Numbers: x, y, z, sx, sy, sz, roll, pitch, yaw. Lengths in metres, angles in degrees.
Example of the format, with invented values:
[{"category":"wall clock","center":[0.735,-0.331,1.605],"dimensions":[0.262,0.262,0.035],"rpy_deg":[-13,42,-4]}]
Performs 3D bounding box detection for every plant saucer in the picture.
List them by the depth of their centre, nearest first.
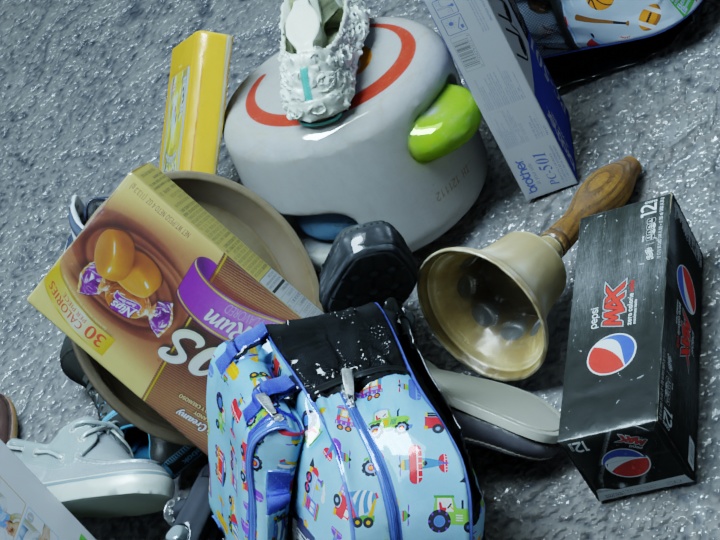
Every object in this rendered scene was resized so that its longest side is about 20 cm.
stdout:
[{"category":"plant saucer","center":[-0.120,0.028,1.390],"dimensions":[0.200,0.200,0.029],"rpy_deg":[-57,16,-27]}]

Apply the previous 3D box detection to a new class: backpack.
[{"category":"backpack","center":[-0.005,0.141,1.183],"dimensions":[0.134,0.183,0.200],"rpy_deg":[-8,35,-18]},{"category":"backpack","center":[0.181,-0.250,1.516],"dimensions":[0.190,0.154,0.200],"rpy_deg":[-1,44,24]}]

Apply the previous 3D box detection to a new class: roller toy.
[{"category":"roller toy","center":[-0.002,-0.093,1.483],"dimensions":[0.182,0.140,0.200],"rpy_deg":[-24,31,-1]}]

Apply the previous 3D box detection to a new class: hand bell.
[{"category":"hand bell","center":[0.137,-0.022,1.351],"dimensions":[0.104,0.104,0.200],"rpy_deg":[4,35,42]}]

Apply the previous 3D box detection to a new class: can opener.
[{"category":"can opener","center":[-0.120,0.214,1.295],"dimensions":[0.079,0.063,0.200],"rpy_deg":[-2,47,42]}]

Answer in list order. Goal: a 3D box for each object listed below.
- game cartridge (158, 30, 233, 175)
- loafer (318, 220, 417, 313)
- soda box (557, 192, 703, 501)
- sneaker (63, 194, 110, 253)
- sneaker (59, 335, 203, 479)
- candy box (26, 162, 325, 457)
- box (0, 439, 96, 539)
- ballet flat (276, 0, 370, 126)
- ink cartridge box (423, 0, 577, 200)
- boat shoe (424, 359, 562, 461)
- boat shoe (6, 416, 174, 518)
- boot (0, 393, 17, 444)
[{"category":"game cartridge","center":[-0.138,-0.081,1.526],"dimensions":[0.176,0.032,0.200],"rpy_deg":[-174,93,-78]},{"category":"loafer","center":[0.000,0.000,1.338],"dimensions":[0.068,0.201,0.071],"rpy_deg":[-12,74,-4]},{"category":"soda box","center":[0.175,0.046,1.247],"dimensions":[0.071,0.063,0.200],"rpy_deg":[-16,40,26]},{"category":"sneaker","center":[-0.192,-0.024,1.487],"dimensions":[0.070,0.109,0.200],"rpy_deg":[-4,25,-11]},{"category":"sneaker","center":[-0.177,0.095,1.469],"dimensions":[0.200,0.073,0.082],"rpy_deg":[17,62,49]},{"category":"candy box","center":[-0.107,0.038,1.298],"dimensions":[0.117,0.200,0.056],"rpy_deg":[-48,1,13]},{"category":"box","center":[-0.269,0.194,1.321],"dimensions":[0.112,0.200,0.101],"rpy_deg":[-15,40,29]},{"category":"ballet flat","center":[-0.031,-0.178,1.434],"dimensions":[0.072,0.072,0.200],"rpy_deg":[-25,29,13]},{"category":"ink cartridge box","center":[0.100,-0.156,1.417],"dimensions":[0.044,0.200,0.094],"rpy_deg":[-19,39,15]},{"category":"boat shoe","center":[0.056,0.102,1.303],"dimensions":[0.200,0.073,0.063],"rpy_deg":[17,102,42]},{"category":"boat shoe","center":[-0.204,0.140,1.406],"dimensions":[0.201,0.070,0.072],"rpy_deg":[-10,71,48]},{"category":"boot","center":[-0.354,0.134,1.485],"dimensions":[0.072,0.166,0.200],"rpy_deg":[-4,46,36]}]
